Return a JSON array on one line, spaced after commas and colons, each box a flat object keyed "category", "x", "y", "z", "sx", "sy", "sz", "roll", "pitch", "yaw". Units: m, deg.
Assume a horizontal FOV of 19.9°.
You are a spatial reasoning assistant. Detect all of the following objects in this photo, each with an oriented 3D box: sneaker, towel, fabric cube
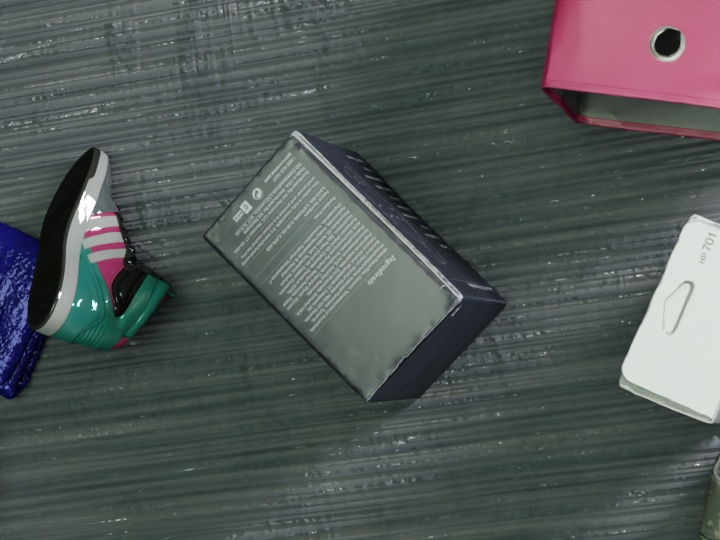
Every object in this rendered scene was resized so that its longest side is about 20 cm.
[{"category": "sneaker", "x": -0.220, "y": -0.008, "z": 1.835, "sx": 0.084, "sy": 0.120, "sz": 0.201, "roll": -33, "pitch": 39, "yaw": 42}, {"category": "towel", "x": -0.376, "y": 0.016, "z": 1.884, "sx": 0.199, "sy": 0.050, "sz": 0.148, "roll": 24, "pitch": 93, "yaw": 14}, {"category": "fabric cube", "x": 0.269, "y": -0.219, "z": 1.670, "sx": 0.195, "sy": 0.200, "sz": 0.200, "roll": 9, "pitch": 88, "yaw": 15}]

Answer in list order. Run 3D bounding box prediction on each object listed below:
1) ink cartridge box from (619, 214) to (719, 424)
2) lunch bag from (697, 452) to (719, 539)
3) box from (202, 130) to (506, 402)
[{"category": "ink cartridge box", "x": 0.282, "y": 0.044, "z": 1.649, "sx": 0.086, "sy": 0.200, "sz": 0.147, "roll": 25, "pitch": 93, "yaw": 13}, {"category": "lunch bag", "x": 0.367, "y": 0.248, "z": 1.656, "sx": 0.199, "sy": 0.139, "sz": 0.169, "roll": 13, "pitch": 106, "yaw": 14}, {"category": "box", "x": 0.000, "y": 0.000, "z": 1.719, "sx": 0.197, "sy": 0.200, "sz": 0.124, "roll": 43, "pitch": 98, "yaw": 13}]
